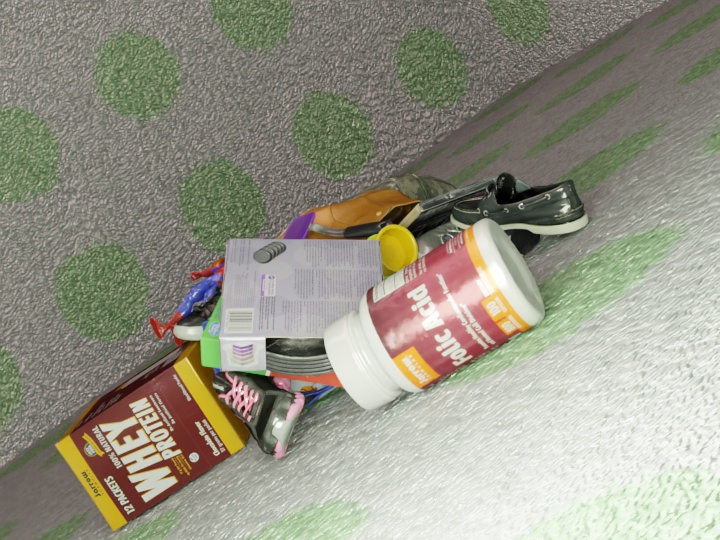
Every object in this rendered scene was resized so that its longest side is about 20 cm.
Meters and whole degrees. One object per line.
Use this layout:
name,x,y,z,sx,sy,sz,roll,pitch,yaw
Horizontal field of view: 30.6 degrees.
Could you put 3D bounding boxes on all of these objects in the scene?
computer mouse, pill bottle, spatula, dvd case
computer mouse,0.159,-0.015,1.586,0.199,0.046,0.140,-38,6,-30
pill bottle,0.069,0.047,1.283,0.199,0.115,0.114,-32,7,16
spatula,-0.033,-0.053,1.740,0.198,0.021,0.057,-1,55,38
dvd case,0.084,-0.053,1.744,0.148,0.016,0.200,-22,-16,-37

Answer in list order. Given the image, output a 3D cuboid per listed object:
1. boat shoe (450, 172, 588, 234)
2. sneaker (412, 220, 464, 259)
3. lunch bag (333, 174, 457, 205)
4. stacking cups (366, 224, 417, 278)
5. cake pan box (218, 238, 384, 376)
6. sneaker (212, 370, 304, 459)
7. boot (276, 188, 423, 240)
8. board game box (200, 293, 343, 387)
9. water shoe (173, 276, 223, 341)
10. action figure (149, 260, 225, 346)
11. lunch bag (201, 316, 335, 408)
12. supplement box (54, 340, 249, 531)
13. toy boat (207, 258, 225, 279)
boat shoe,0.186,-0.086,1.601,0.074,0.067,0.198,-29,24,-34
sneaker,0.129,-0.045,1.691,0.082,0.075,0.200,-50,-8,29
lunch bag,0.059,-0.064,2.041,0.199,0.141,0.167,-25,-7,39
stacking cups,0.000,0.000,1.688,0.060,0.061,0.200,-38,3,-32
cake pan box,-0.063,0.037,1.462,0.181,0.053,0.201,-2,35,-2
sneaker,-0.120,0.146,1.459,0.080,0.094,0.200,-66,15,3
boot,-0.018,-0.053,1.786,0.200,0.071,0.144,-31,19,-15
board game box,-0.067,0.062,1.505,0.197,0.041,0.154,8,35,8
water shoe,-0.167,0.028,1.733,0.198,0.080,0.071,-24,19,-33
action figure,-0.202,0.021,1.804,0.065,0.052,0.200,11,41,37
lunch bag,-0.063,0.083,1.622,0.198,0.125,0.170,-2,23,31
supplement box,-0.256,0.200,1.699,0.199,0.134,0.197,-33,7,5
toy boat,-0.169,0.036,1.893,0.200,0.131,0.131,-41,-12,-4
